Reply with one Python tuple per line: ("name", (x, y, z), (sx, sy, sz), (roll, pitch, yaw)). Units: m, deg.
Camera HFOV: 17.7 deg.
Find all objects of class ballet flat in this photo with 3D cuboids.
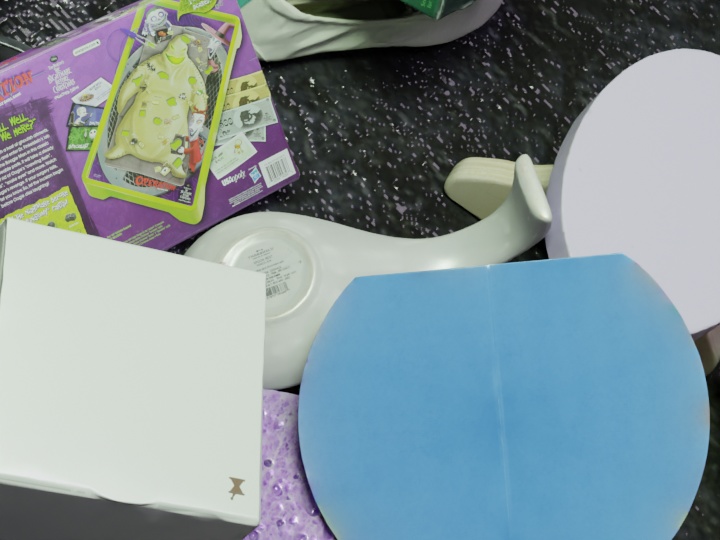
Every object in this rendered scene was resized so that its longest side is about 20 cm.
("ballet flat", (0.014, -0.161, 1.299), (0.200, 0.069, 0.070), (-15, 72, -32))

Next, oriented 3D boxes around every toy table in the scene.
("toy table", (0.143, -0.020, 1.259), (0.184, 0.117, 0.200), (45, 53, 1))

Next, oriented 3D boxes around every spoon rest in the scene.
("spoon rest", (0.000, 0.000, 1.184), (0.200, 0.061, 0.099), (-18, 65, 0))

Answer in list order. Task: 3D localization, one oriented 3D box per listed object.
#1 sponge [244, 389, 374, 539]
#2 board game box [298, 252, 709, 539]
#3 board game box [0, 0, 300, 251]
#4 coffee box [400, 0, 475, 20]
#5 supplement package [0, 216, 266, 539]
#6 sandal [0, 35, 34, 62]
("sponge", (0.000, 0.124, 1.162), (0.200, 0.030, 0.112), (13, 59, -21))
("board game box", (0.071, 0.075, 1.142), (0.200, 0.039, 0.158), (-5, 92, 5))
("board game box", (-0.127, -0.063, 1.168), (0.200, 0.032, 0.120), (-29, 111, -36))
("coffee box", (0.004, -0.212, 1.273), (0.200, 0.044, 0.123), (30, 39, 25))
("supplement package", (-0.132, 0.081, 1.011), (0.121, 0.200, 0.120), (13, 59, -21))
("sandal", (-0.206, -0.091, 1.162), (0.200, 0.043, 0.076), (9, 61, -23))
